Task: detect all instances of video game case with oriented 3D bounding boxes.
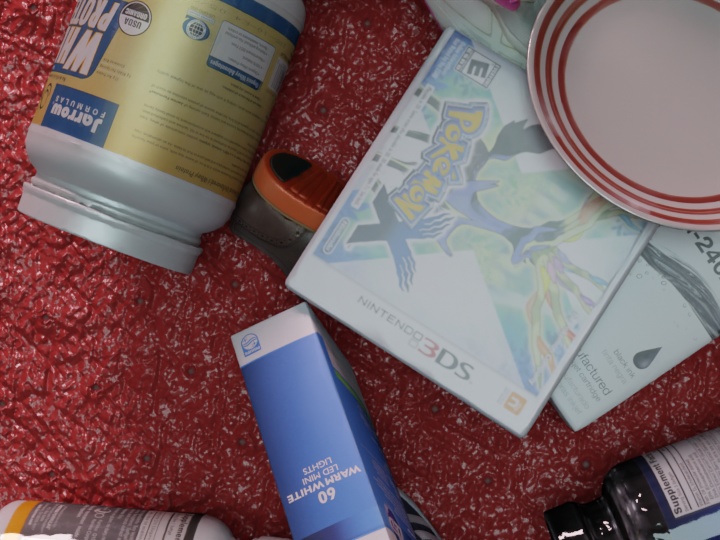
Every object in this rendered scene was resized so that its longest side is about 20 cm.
[{"bbox_3d":[0.080,-0.026,0.833,0.182,0.022,0.200,32,89,7],"label":"video game case"}]

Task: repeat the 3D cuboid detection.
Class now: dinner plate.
[{"bbox_3d":[0.200,-0.113,0.822,0.200,0.024,0.200,4,67,-9],"label":"dinner plate"}]

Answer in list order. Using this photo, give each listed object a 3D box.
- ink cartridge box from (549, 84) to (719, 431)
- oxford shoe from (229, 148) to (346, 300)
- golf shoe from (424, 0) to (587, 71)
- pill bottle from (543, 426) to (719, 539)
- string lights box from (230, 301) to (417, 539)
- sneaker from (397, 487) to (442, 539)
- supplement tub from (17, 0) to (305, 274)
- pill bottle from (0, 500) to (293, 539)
[{"bbox_3d":[0.182,-0.009,0.876,0.200,0.083,0.145,-35,85,2],"label":"ink cartridge box"},{"bbox_3d":[0.000,0.000,0.907,0.200,0.071,0.073,38,122,-1],"label":"oxford shoe"},{"bbox_3d":[0.103,-0.164,0.869,0.200,0.091,0.075,48,62,-27],"label":"golf shoe"},{"bbox_3d":[0.228,0.165,0.855,0.200,0.112,0.112,-21,87,2],"label":"pill bottle"},{"bbox_3d":[-0.015,0.131,0.830,0.059,0.103,0.200,-25,54,5],"label":"string lights box"},{"bbox_3d":[0.030,0.203,0.867,0.200,0.109,0.070,42,90,4],"label":"sneaker"},{"bbox_3d":[-0.134,-0.112,0.868,0.145,0.145,0.200,21,89,4],"label":"supplement tub"},{"bbox_3d":[-0.147,0.219,0.874,0.200,0.116,0.117,5,89,3],"label":"pill bottle"}]
